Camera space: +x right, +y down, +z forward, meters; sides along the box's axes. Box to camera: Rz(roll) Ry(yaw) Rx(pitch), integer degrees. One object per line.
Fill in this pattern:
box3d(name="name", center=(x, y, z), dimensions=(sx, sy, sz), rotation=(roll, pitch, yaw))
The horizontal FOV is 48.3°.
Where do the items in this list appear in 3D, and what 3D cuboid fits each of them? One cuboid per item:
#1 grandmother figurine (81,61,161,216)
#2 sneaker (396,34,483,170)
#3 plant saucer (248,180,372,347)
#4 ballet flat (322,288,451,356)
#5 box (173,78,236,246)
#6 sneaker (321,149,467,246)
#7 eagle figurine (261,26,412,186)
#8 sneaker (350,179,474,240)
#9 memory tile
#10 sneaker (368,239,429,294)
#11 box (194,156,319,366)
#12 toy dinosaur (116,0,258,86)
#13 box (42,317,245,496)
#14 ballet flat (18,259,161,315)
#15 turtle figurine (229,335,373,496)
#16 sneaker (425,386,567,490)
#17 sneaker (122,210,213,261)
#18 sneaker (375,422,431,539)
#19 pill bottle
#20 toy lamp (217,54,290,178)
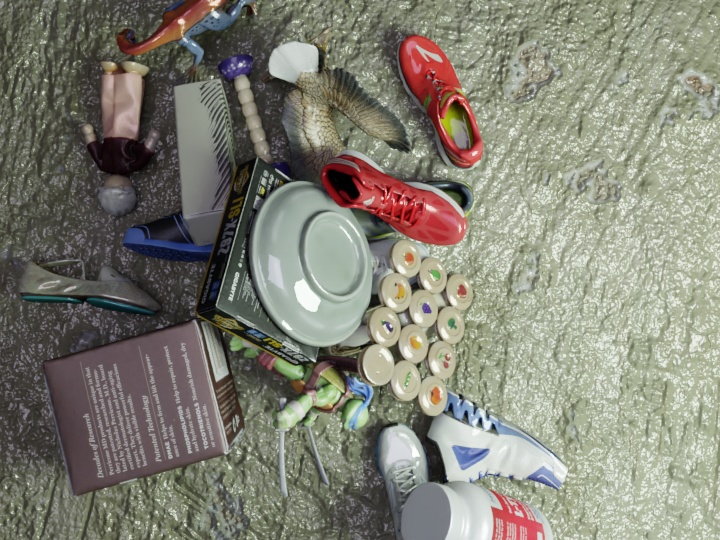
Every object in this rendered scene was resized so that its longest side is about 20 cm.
box3d(name="grandmother figurine", center=(-0.324, -0.177, 1.094), dimensions=(0.119, 0.060, 0.206), rotation=(5, 91, 27))
box3d(name="sneaker", center=(0.116, -0.235, 1.085), dimensions=(0.076, 0.085, 0.203), rotation=(-29, 89, -2))
box3d(name="plant saucer", center=(-0.043, -0.013, 0.965), dimensions=(0.197, 0.050, 0.206), rotation=(14, 70, -43))
box3d(name="ballet flat", center=(0.039, 0.073, 1.084), dimensions=(0.195, 0.069, 0.071), rotation=(-19, 88, -2))
box3d(name="box", center=(-0.199, -0.142, 1.045), dimensions=(0.067, 0.083, 0.205), rotation=(-10, 66, -2))
box3d(name="sneaker", center=(0.035, -0.077, 0.992), dimensions=(0.196, 0.116, 0.080), rotation=(24, 111, 8))
box3d(name="eagle figurine", center=(-0.036, -0.214, 1.065), dimensions=(0.148, 0.152, 0.204), rotation=(-22, 83, -22))
box3d(name="sneaker", center=(0.062, -0.089, 1.081), dimensions=(0.195, 0.081, 0.076), rotation=(-13, 88, -1))
box3d(name="memory tile", center=(0.076, 0.073, 1.046), dimensions=(0.152, 0.017, 0.204), rotation=(31, 63, -27))
box3d(name="sneaker", center=(0.000, 0.000, 1.082), dimensions=(0.195, 0.071, 0.075), rotation=(-10, 88, -1))
box3d(name="box", center=(-0.102, -0.010, 0.972), dimensions=(0.159, 0.049, 0.205), rotation=(33, 57, -38))
box3d(name="toy dinosaur", center=(-0.234, -0.343, 1.058), dimensions=(0.180, 0.201, 0.106), rotation=(-30, 71, -33))
box3d(name="box", center=(-0.267, 0.164, 1.026), dimensions=(0.195, 0.166, 0.168), rotation=(-15, 89, -1))
box3d(name="ballet flat", center=(-0.364, 0.018, 1.082), dimensions=(0.194, 0.068, 0.064), rotation=(7, 78, -1))
box3d(name="turtle figurine", center=(-0.096, 0.171, 1.035), dimensions=(0.193, 0.143, 0.202), rotation=(41, 118, 20))
box3d(name="sneaker", center=(0.168, 0.252, 1.079), dimensions=(0.196, 0.081, 0.117), rotation=(29, 92, 7))
box3d(name="sneaker", center=(-0.221, -0.058, 1.089), dimensions=(0.194, 0.070, 0.080), rotation=(3, 75, -1))
box3d(name="sneaker", center=(0.069, 0.305, 1.067), dimensions=(0.073, 0.087, 0.205), rotation=(-14, 87, 0))
box3d(name="pill bottle", center=(0.146, 0.331, 1.009), dimensions=(0.198, 0.111, 0.114), rotation=(28, 87, -37))
box3d(name="toy lamp", center=(-0.140, -0.189, 1.095), dimensions=(0.057, 0.058, 0.205), rotation=(-16, 89, -1))
